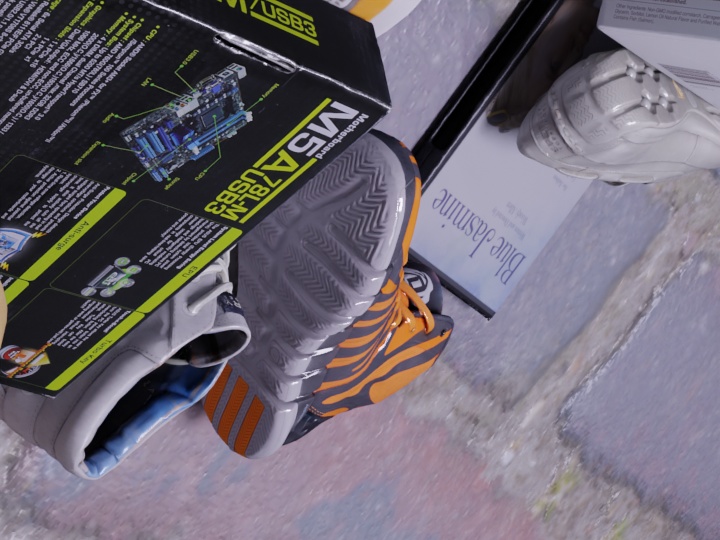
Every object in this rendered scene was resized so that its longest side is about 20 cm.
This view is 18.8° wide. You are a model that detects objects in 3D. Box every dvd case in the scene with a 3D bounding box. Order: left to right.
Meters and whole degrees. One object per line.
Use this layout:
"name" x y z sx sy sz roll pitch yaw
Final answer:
"dvd case" 0.094 -0.077 1.131 0.200 0.018 0.143 -54 149 1

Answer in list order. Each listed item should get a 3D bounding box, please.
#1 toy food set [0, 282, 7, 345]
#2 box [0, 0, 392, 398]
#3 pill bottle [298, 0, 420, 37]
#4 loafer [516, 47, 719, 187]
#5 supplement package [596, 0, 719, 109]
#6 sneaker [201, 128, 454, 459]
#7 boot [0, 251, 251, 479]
"toy food set" -0.228 0.002 0.682 0.198 0.049 0.200 -20 141 14
"box" -0.125 -0.043 0.730 0.193 0.048 0.200 18 135 -40
"pill bottle" -0.065 -0.157 0.727 0.200 0.116 0.116 21 104 -39
"loafer" 0.145 -0.078 1.130 0.070 0.070 0.200 -28 165 29
"supplement package" 0.230 -0.180 1.028 0.152 0.151 0.200 20 83 -57
"sneaker" 0.000 0.000 1.022 0.112 0.078 0.200 -20 153 -40
"boot" -0.072 0.000 0.917 0.200 0.096 0.074 -47 148 -10
